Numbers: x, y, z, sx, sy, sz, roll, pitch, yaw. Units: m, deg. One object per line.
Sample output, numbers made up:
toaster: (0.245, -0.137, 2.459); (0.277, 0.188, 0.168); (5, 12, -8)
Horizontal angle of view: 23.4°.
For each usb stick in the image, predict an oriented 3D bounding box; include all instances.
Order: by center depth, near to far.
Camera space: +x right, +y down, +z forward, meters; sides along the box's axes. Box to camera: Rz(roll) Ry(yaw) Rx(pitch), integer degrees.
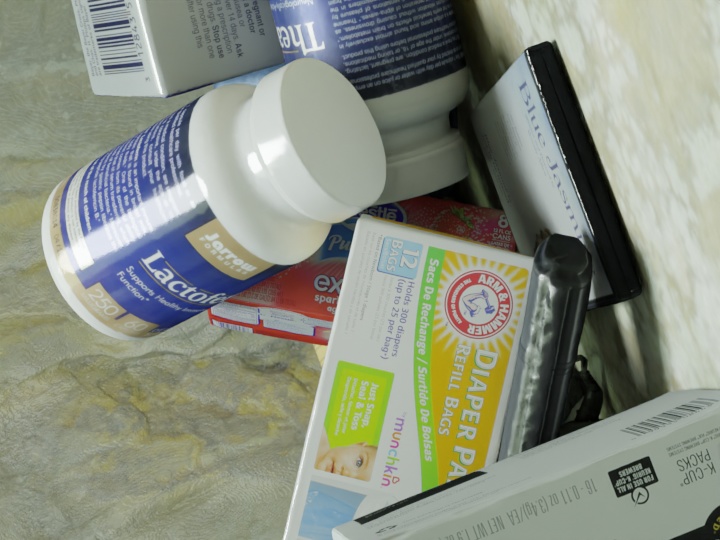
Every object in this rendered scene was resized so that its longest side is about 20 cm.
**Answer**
usb stick: (0.095, 0.075, 0.947); (0.056, 0.032, 0.201); (-78, -4, -62)

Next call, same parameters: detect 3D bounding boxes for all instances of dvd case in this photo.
dvd case: (0.108, -0.044, 1.005); (0.200, 0.017, 0.143); (137, 114, -83)

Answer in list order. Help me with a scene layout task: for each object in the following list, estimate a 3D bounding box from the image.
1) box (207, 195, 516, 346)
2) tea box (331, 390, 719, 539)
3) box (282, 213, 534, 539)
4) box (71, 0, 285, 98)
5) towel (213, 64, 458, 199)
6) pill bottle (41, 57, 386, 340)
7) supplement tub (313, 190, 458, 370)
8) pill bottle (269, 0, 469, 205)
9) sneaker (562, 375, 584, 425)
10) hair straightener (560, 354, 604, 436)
box: (0.000, 0.000, 1.176); (0.100, 0.199, 0.096); (99, -179, -76)
tea box: (0.114, 0.184, 0.841); (0.134, 0.199, 0.198); (151, 97, -83)
box: (0.031, 0.077, 1.022); (0.101, 0.112, 0.201); (2, -80, -87)
box: (-0.091, -0.225, 1.147); (0.105, 0.199, 0.185); (7, 112, 56)
towel: (-0.016, -0.099, 1.234); (0.199, 0.048, 0.112); (1, 97, 40)
pill bottle: (-0.088, -0.043, 1.048); (0.116, 0.200, 0.116); (32, -135, -38)
supplement tub: (0.032, 0.036, 1.315); (0.145, 0.144, 0.201); (106, 144, -79)
pill bottle: (0.005, -0.147, 1.086); (0.111, 0.110, 0.201); (-138, 32, -76)
sneaker: (0.095, 0.123, 1.207); (0.200, 0.086, 0.075); (-41, 52, 42)
hair straightener: (0.093, 0.141, 1.091); (0.201, 0.077, 0.041); (-68, -11, 10)
